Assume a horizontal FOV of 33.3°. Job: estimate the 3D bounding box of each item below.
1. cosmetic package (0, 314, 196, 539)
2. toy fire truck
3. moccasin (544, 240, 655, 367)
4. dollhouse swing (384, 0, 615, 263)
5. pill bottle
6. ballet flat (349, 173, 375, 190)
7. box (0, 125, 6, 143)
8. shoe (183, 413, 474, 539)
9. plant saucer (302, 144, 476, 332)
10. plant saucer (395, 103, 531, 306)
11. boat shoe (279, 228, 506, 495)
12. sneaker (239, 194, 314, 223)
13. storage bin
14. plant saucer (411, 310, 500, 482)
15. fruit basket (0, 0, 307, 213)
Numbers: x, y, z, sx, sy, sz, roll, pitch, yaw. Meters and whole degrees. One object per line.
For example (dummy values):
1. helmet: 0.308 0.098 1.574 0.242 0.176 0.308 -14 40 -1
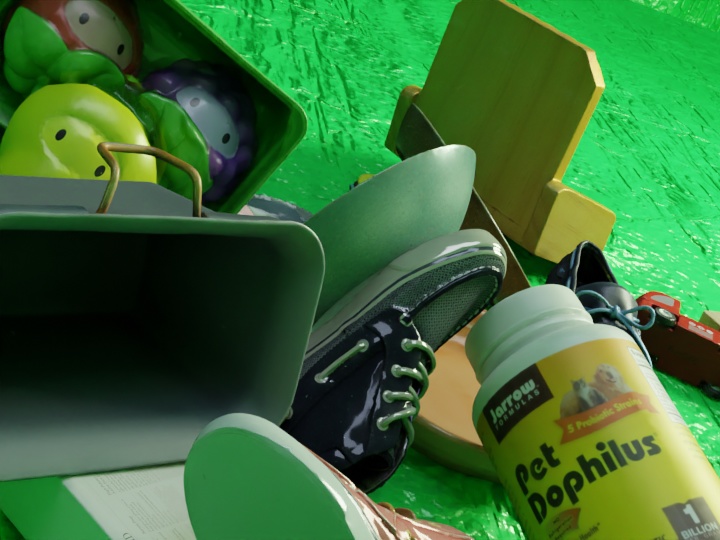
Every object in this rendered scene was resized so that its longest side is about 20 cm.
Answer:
1. cosmetic package: -0.136 0.100 0.601 0.200 0.051 0.082 39 26 31
2. toy fire truck: 0.330 0.069 1.064 0.199 0.049 0.141 26 24 10
3. moccasin: 0.189 0.036 0.986 0.080 0.068 0.200 14 26 -17
4. dollhouse swing: 0.156 -0.132 1.123 0.200 0.176 0.181 38 13 34
5. pill bottle: 0.134 0.108 0.687 0.109 0.109 0.200 3 47 -36
6. ballet flat: 0.024 -0.035 0.983 0.067 0.067 0.200 -6 23 2
7. box: -0.251 -0.135 0.921 0.148 0.105 0.200 30 25 15
8. shoe: 0.000 0.137 0.562 0.200 0.071 0.091 50 20 -6
9. plant saucer: 0.000 0.000 0.748 0.201 0.201 0.039 -17 68 -54
10. plant saucer: 0.082 -0.044 0.990 0.201 0.034 0.200 58 4 -6
11. boat shoe: 0.017 0.064 0.685 0.093 0.200 0.075 52 -4 39
12. sneaker: -0.112 -0.015 0.859 0.199 0.070 0.082 12 43 -16
13. storage bin: -0.139 0.002 0.589 0.199 0.146 0.134 -1 22 -42
14. plant saucer: 0.076 0.083 0.834 0.199 0.038 0.200 19 25 -9
15. fruit basket: -0.151 -0.096 0.735 0.215 0.156 0.216 39 17 -15
